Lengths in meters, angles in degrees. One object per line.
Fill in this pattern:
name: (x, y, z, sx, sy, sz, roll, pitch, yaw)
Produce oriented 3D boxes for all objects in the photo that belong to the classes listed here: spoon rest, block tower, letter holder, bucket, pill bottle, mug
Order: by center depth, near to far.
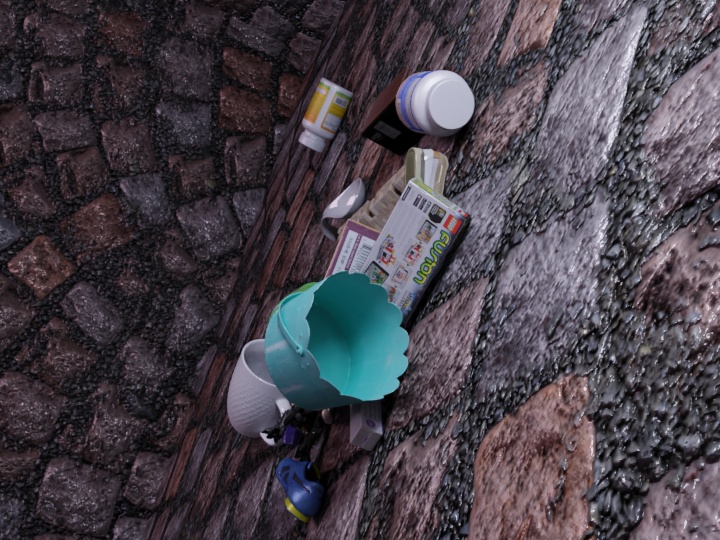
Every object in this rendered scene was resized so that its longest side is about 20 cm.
bucket: (-0.041, 0.112, 1.410, 0.134, 0.206, 0.211, -22, 43, 45)
pill bottle: (0.135, -0.296, 1.641, 0.114, 0.110, 0.200, -65, 15, 5)
block tower: (0.037, -0.110, 1.736, 0.200, 0.054, 0.058, -43, 16, 30)
letter holder: (0.098, -0.349, 1.886, 0.200, 0.099, 0.145, -33, 35, 66)
mug: (-0.201, 0.279, 1.966, 0.201, 0.145, 0.178, 53, 129, 39)
spoon rest: (-0.044, -0.141, 2.163, 0.200, 0.060, 0.101, -50, 22, 51)
pill bottle: (-0.110, -0.467, 2.804, 0.203, 0.109, 0.111, -64, 15, 10)

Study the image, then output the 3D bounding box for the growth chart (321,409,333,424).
growth chart: (-0.027, 0.174, 1.619, 0.145, 0.017, 0.204, 55, -123, -81)

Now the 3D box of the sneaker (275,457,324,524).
sneaker: (-0.096, 0.358, 1.592, 0.079, 0.065, 0.200, -54, 15, 1)

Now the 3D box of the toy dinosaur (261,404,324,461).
toy dinosaur: (-0.102, 0.262, 1.682, 0.137, 0.101, 0.202, -54, -23, -25)

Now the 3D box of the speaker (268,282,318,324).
speaker: (-0.121, 0.086, 1.923, 0.090, 0.087, 0.200, -60, -7, 21)

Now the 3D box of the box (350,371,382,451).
box: (0.008, 0.202, 1.482, 0.042, 0.038, 0.201, -60, 16, 27)

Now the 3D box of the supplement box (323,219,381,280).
supplement box: (0.000, 0.000, 1.604, 0.200, 0.101, 0.133, 94, -162, -84)

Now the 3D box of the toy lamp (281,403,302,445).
toy lamp: (-0.120, 0.238, 1.807, 0.058, 0.057, 0.205, -155, 74, -76)

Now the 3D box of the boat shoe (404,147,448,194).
boat shoe: (0.109, -0.096, 1.514, 0.075, 0.067, 0.205, -163, 76, -71)

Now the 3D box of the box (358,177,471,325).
box: (0.076, -0.028, 1.440, 0.202, 0.109, 0.035, -60, -11, 23)
